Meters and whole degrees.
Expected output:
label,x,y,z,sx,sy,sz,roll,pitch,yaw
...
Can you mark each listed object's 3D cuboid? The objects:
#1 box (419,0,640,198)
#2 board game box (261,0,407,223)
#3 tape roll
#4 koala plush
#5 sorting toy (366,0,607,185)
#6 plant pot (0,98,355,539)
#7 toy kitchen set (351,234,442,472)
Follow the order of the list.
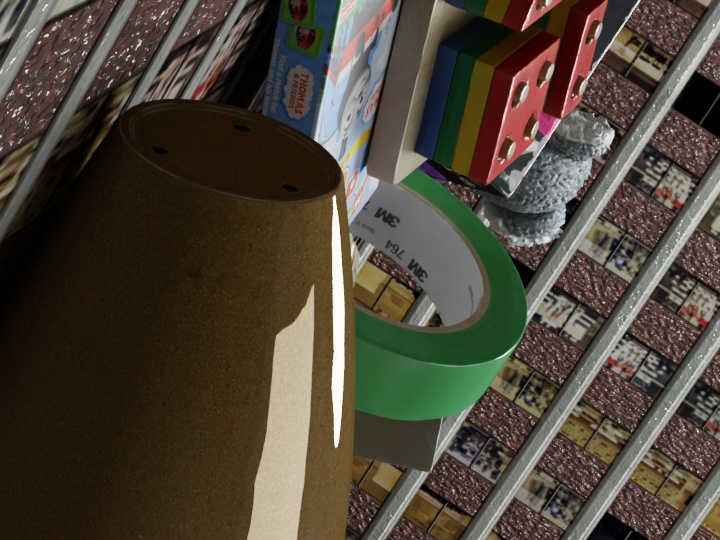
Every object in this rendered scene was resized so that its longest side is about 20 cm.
label,x,y,z,sx,sy,sz,roll,pitch,yaw
box,0.088,-0.167,1.667,0.200,0.122,0.106,-57,-151,-9
board game box,-0.014,-0.096,1.335,0.151,0.036,0.201,-55,162,-52
tape roll,0.000,0.000,1.457,0.048,0.200,0.200,-56,178,32
koala plush,0.096,-0.112,1.979,0.184,0.200,0.178,-55,177,-42
sorting toy,0.094,-0.161,1.407,0.200,0.069,0.199,-40,149,-55
plant pot,-0.075,0.039,1.021,0.186,0.186,0.201,-52,161,-65
toy kitchen set,-0.021,0.077,1.702,0.180,0.162,0.201,71,31,-84
